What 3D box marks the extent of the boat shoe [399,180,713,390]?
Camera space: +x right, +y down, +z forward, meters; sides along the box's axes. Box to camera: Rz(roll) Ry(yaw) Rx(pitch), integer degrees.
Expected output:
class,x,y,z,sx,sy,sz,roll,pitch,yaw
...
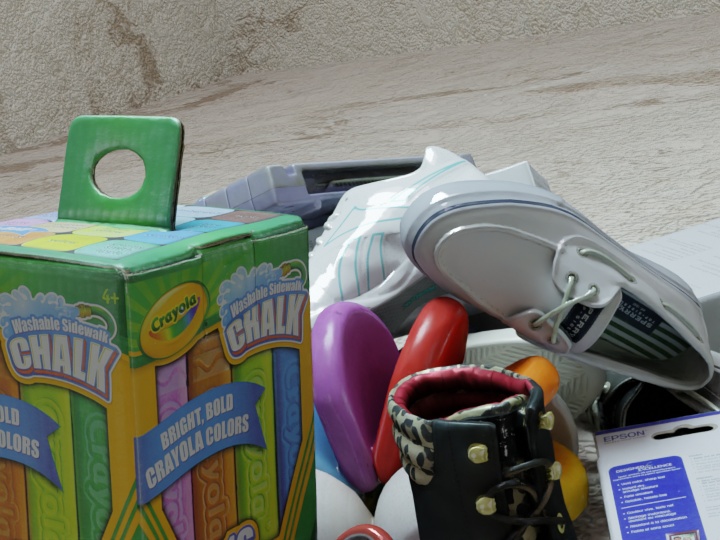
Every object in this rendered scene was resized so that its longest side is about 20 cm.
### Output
class,x,y,z,sx,sy,sz,roll,pitch,yaw
boat shoe,0.115,0.010,0.747,0.200,0.074,0.067,17,31,-26

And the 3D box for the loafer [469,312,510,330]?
class,x,y,z,sx,sy,sz,roll,pitch,yaw
loafer,0.082,0.049,1.004,0.073,0.072,0.200,-16,16,-16

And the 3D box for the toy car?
class,x,y,z,sx,sy,sz,roll,pitch,yaw
toy car,0.018,0.088,0.755,0.200,0.150,0.175,-7,16,21

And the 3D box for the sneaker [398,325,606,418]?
class,x,y,z,sx,sy,sz,roll,pitch,yaw
sneaker,0.077,0.060,0.884,0.200,0.075,0.085,-16,20,42

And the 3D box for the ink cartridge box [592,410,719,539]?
class,x,y,z,sx,sy,sz,roll,pitch,yaw
ink cartridge box,0.170,0.129,0.671,0.099,0.039,0.200,-11,20,9

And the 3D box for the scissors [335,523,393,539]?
class,x,y,z,sx,sy,sz,roll,pitch,yaw
scissors,-0.052,0.187,0.690,0.200,0.073,0.014,-28,-26,24

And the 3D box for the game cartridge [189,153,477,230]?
class,x,y,z,sx,sy,sz,roll,pitch,yaw
game cartridge,-0.028,-0.040,0.931,0.200,0.038,0.130,-9,-14,-47

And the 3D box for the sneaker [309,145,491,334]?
class,x,y,z,sx,sy,sz,roll,pitch,yaw
sneaker,0.000,0.000,0.841,0.200,0.070,0.080,-33,64,-13

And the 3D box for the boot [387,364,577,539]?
class,x,y,z,sx,sy,sz,roll,pitch,yaw
boot,0.072,0.129,0.545,0.073,0.154,0.204,-18,15,-18

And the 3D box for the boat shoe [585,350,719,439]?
class,x,y,z,sx,sy,sz,roll,pitch,yaw
boat shoe,0.170,0.074,0.835,0.064,0.071,0.200,-20,18,-29

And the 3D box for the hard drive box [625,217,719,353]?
class,x,y,z,sx,sy,sz,roll,pitch,yaw
hard drive box,0.260,0.019,0.953,0.200,0.077,0.156,-16,15,-14

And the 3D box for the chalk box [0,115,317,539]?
class,x,y,z,sx,sy,sz,roll,pitch,yaw
chalk box,-0.103,0.036,0.596,0.125,0.200,0.124,5,13,32

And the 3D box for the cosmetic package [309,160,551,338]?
class,x,y,z,sx,sy,sz,roll,pitch,yaw
cosmetic package,0.036,-0.001,0.931,0.200,0.081,0.113,-19,-7,11

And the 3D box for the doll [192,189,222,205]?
class,x,y,z,sx,sy,sz,roll,pitch,yaw
doll,-0.145,-0.002,0.982,0.136,0.048,0.200,-39,6,43
